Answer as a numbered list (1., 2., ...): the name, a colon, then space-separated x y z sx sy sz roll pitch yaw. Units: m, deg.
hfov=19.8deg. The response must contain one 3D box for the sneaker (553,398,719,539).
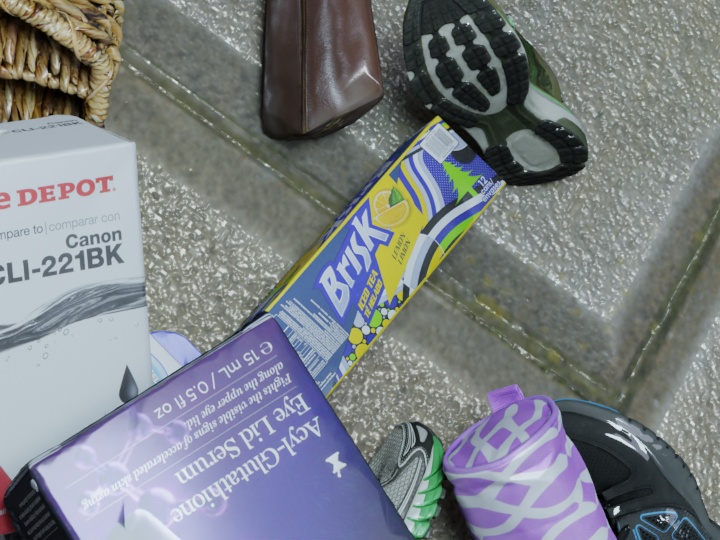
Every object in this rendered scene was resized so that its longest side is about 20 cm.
1. sneaker: 0.177 0.163 1.285 0.200 0.073 0.082 45 66 -2

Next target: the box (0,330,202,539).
1. box: -0.144 0.122 1.196 0.119 0.041 0.200 44 67 -3

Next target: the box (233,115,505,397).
1. box: 0.000 0.000 1.269 0.064 0.070 0.200 44 64 -5

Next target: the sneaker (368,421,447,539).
1. sneaker: -0.020 0.163 1.209 0.085 0.078 0.200 41 65 -4

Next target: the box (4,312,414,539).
1. box: -0.061 0.150 1.030 0.148 0.104 0.201 -33 87 -22

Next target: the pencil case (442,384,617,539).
1. pencil case: 0.121 0.172 1.226 0.201 0.083 0.086 65 29 -17

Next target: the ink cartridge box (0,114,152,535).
1. ink cartridge box: -0.191 0.030 1.089 0.143 0.084 0.202 -11 106 -28

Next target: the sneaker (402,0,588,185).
1. sneaker: 0.079 -0.135 1.309 0.076 0.200 0.089 -20 53 16

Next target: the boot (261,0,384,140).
1. boot: 0.006 -0.185 1.275 0.064 0.186 0.201 17 64 -40

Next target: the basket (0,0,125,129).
1. basket: -0.239 -0.122 1.177 0.199 0.143 0.150 14 69 -16
